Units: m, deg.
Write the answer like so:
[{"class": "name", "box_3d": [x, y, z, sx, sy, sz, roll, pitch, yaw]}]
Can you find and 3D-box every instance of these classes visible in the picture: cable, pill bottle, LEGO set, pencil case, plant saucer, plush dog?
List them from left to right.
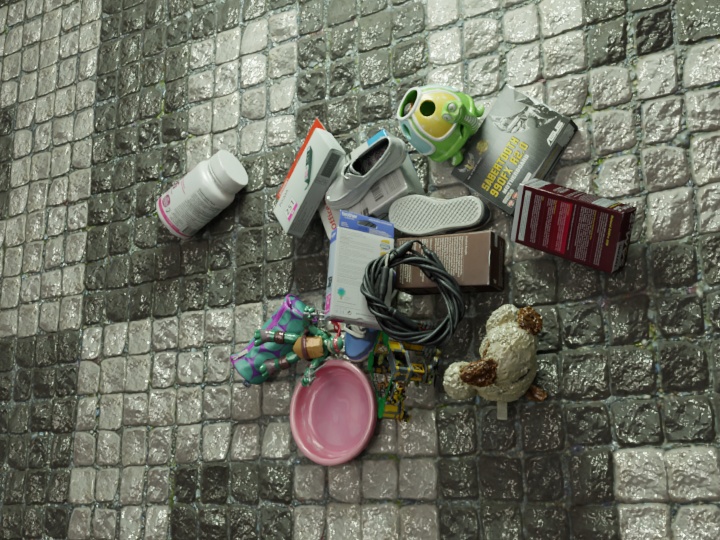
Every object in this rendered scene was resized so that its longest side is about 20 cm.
[{"class": "pill bottle", "box_3d": [-0.354, -0.172, 2.048, 0.199, 0.113, 0.114, -36, 62, 20]}, {"class": "pencil case", "box_3d": [-0.180, 0.144, 1.873, 0.200, 0.092, 0.085, -47, 44, 13]}, {"class": "plant saucer", "box_3d": [-0.047, 0.277, 1.780, 0.198, 0.051, 0.204, -9, 73, 32]}, {"class": "LEGO set", "box_3d": [0.092, 0.181, 1.674, 0.201, 0.114, 0.156, -111, 32, -62]}, {"class": "cable", "box_3d": [0.093, 0.048, 1.616, 0.161, 0.051, 0.202, -25, 73, -17]}, {"class": "plush dog", "box_3d": [0.246, 0.152, 1.534, 0.160, 0.172, 0.200, 38, 77, 20]}]

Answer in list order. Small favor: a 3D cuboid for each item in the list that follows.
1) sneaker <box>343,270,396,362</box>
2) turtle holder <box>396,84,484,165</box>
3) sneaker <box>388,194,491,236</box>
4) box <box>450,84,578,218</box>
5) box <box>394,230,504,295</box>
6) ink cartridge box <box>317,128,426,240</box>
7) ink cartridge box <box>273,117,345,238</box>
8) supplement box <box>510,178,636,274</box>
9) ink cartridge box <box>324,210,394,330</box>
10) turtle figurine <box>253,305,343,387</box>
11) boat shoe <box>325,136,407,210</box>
[{"class": "sneaker", "box_3d": [-0.008, 0.070, 1.744, 0.080, 0.146, 0.203, 25, 91, 34]}, {"class": "turtle holder", "box_3d": [0.145, -0.275, 1.701, 0.142, 0.130, 0.186, -55, 24, 22]}, {"class": "sneaker", "box_3d": [0.152, -0.100, 1.720, 0.197, 0.079, 0.080, 2, 85, 32]}, {"class": "box", "box_3d": [0.282, -0.219, 1.684, 0.158, 0.048, 0.202, 38, 100, 33]}, {"class": "box", "box_3d": [0.165, -0.012, 1.697, 0.197, 0.075, 0.102, -3, 77, 34]}, {"class": "ink cartridge box", "box_3d": [0.013, -0.159, 1.822, 0.199, 0.084, 0.148, -33, 62, 24]}, {"class": "ink cartridge box", "box_3d": [-0.118, -0.196, 1.849, 0.202, 0.043, 0.174, -60, 37, 20]}, {"class": "supplement box", "box_3d": [0.363, -0.079, 1.569, 0.198, 0.060, 0.111, 22, 117, 35]}, {"class": "ink cartridge box", "box_3d": [0.000, 0.000, 1.666, 0.042, 0.117, 0.204, 150, 128, -63]}, {"class": "turtle figurine", "box_3d": [-0.106, 0.151, 1.774, 0.197, 0.100, 0.153, -9, 80, 22]}, {"class": "boat shoe", "box_3d": [-0.001, -0.187, 1.743, 0.198, 0.068, 0.073, -30, 63, 27]}]
